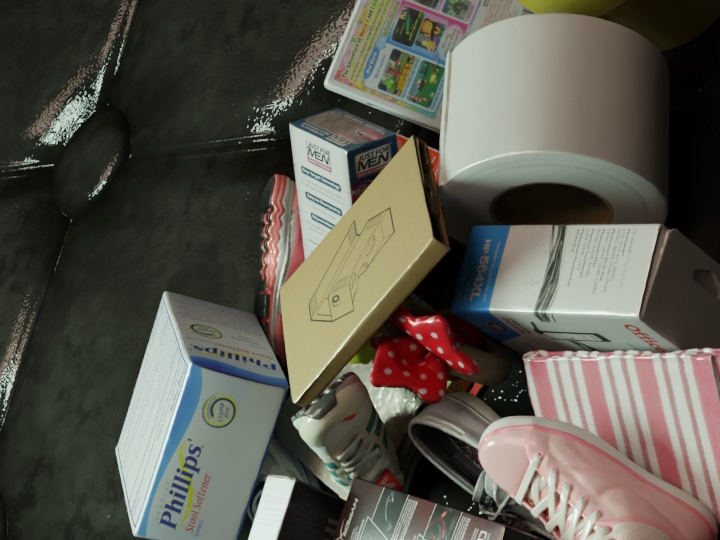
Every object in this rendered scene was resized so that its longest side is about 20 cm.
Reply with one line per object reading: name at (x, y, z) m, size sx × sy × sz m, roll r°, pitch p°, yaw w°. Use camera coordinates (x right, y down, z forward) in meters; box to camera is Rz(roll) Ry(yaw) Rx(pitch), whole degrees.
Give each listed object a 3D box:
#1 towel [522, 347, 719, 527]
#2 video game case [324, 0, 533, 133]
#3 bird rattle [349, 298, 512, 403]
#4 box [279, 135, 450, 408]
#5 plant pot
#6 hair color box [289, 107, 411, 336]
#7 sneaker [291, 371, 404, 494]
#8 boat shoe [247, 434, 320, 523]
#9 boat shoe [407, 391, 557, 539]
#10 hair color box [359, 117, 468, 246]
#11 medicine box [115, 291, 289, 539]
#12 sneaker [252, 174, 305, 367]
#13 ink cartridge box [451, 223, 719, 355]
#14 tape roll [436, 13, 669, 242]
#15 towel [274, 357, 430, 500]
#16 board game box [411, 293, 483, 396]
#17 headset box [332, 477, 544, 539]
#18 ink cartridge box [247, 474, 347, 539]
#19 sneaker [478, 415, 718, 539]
towel at (0.226, 0.132, 1.384) m, size 0.200 × 0.030 × 0.147 m, roll -3°, pitch 105°, yaw 45°
video game case at (0.084, -0.239, 1.708) m, size 0.024 × 0.181 × 0.201 m, roll 93°, pitch -161°, yaw -82°
bird rattle at (0.064, 0.054, 1.506) m, size 0.200 × 0.163 × 0.113 m, roll 23°, pitch 95°, yaw 59°
box at (0.000, 0.000, 1.480) m, size 0.200 × 0.021 × 0.164 m, roll -48°, pitch 27°, yaw 25°
plant pot at (0.235, -0.295, 1.552) m, size 0.200 × 0.189 × 0.201 m, roll -23°, pitch 53°, yaw 34°
hair color box at (-0.007, -0.042, 1.624) m, size 0.100 × 0.060 × 0.201 m, roll 29°, pitch 133°, yaw 49°
sneaker at (0.002, 0.153, 1.480) m, size 0.070 × 0.200 × 0.093 m, roll -39°, pitch 73°, yaw -6°
boat shoe at (-0.078, 0.220, 1.667) m, size 0.074 × 0.065 × 0.200 m, roll -53°, pitch 41°, yaw 10°
boat shoe at (0.119, 0.177, 1.440) m, size 0.201 × 0.071 × 0.070 m, roll 37°, pitch 135°, yaw 33°
hair color box at (0.054, -0.085, 1.676) m, size 0.200 × 0.111 × 0.064 m, roll 30°, pitch 90°, yaw 50°
medicine box at (-0.159, 0.145, 1.687) m, size 0.200 × 0.103 × 0.183 m, roll -125°, pitch 51°, yaw -66°
sneaker at (-0.061, 0.004, 1.772) m, size 0.074 × 0.086 × 0.201 m, roll -163°, pitch 77°, yaw -78°
ink cartridge box at (0.200, 0.026, 1.434) m, size 0.200 × 0.146 × 0.085 m, roll 2°, pitch 68°, yaw 46°
tape roll at (0.169, -0.111, 1.505) m, size 0.202 × 0.202 × 0.140 m, roll -17°, pitch 57°, yaw 38°
towel at (-0.005, 0.142, 1.640) m, size 0.200 × 0.034 × 0.133 m, roll 37°, pitch 109°, yaw 48°
board game box at (0.046, 0.078, 1.655) m, size 0.096 × 0.030 × 0.200 m, roll -57°, pitch 43°, yaw 4°
headset box at (0.096, 0.242, 1.413) m, size 0.200 × 0.148 × 0.075 m, roll 10°, pitch 77°, yaw 47°
ink cartridge box at (-0.028, 0.298, 1.470) m, size 0.047 × 0.197 × 0.201 m, roll -1°, pitch 68°, yaw 46°
sneaker at (0.171, 0.188, 1.329) m, size 0.200 × 0.105 × 0.076 m, roll 26°, pitch 126°, yaw 12°
